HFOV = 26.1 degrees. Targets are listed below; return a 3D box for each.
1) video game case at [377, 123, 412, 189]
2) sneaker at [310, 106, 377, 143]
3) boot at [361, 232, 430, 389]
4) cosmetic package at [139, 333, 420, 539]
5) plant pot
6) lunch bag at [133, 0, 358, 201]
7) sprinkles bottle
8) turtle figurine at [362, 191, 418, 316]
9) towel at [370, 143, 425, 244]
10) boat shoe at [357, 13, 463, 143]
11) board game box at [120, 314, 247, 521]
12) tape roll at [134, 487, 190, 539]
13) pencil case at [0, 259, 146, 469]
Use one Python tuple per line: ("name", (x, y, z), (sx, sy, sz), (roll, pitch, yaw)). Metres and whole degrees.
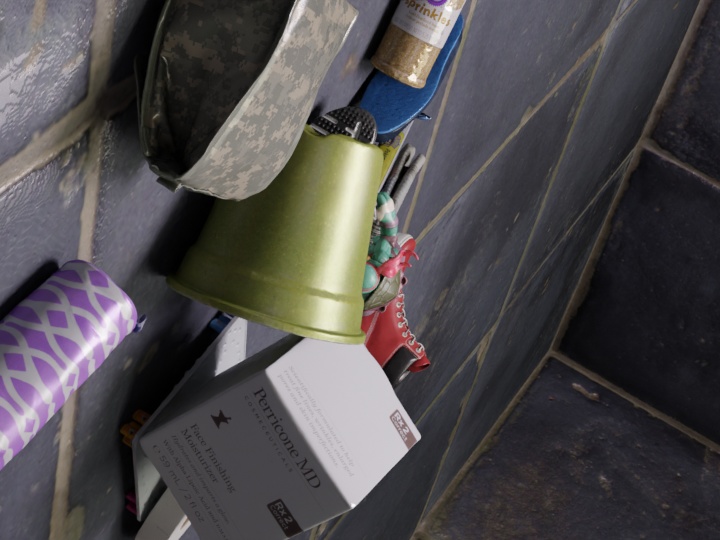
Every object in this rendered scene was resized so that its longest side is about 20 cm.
("video game case", (-0.001, -0.072, 1.807), (0.181, 0.025, 0.201), (-65, -179, -50))
("sneaker", (-0.052, -0.089, 1.649), (0.200, 0.074, 0.080), (-52, 170, 5))
("boot", (0.057, 0.059, 2.149), (0.201, 0.144, 0.072), (-60, 164, -6))
("cosmetic package", (-0.081, 0.172, 1.593), (0.199, 0.165, 0.165), (-31, -176, 35))
("plant pot", (-0.064, -0.048, 1.477), (0.200, 0.199, 0.186), (0, 109, -74))
("lunch bag", (-0.102, -0.154, 1.234), (0.201, 0.117, 0.164), (-65, 167, 3))
("sprinkles bottle", (0.082, -0.299, 1.674), (0.201, 0.068, 0.068), (-63, 165, 14))
("turtle figurine", (0.000, 0.000, 1.658), (0.150, 0.101, 0.200), (-41, 171, 2))
("towel", (0.016, -0.044, 1.891), (0.193, 0.034, 0.200), (-63, -178, 28))
("boat shoe", (0.065, -0.211, 1.766), (0.200, 0.084, 0.069), (-50, 166, -27))
("board game box", (-0.195, 0.157, 1.717), (0.200, 0.026, 0.201), (-52, 164, -31))
("tape roll", (-0.191, 0.250, 1.814), (0.203, 0.037, 0.203), (-53, 176, -5))
("pencil case", (-0.263, 0.078, 1.226), (0.200, 0.084, 0.085), (-48, -175, -35))
